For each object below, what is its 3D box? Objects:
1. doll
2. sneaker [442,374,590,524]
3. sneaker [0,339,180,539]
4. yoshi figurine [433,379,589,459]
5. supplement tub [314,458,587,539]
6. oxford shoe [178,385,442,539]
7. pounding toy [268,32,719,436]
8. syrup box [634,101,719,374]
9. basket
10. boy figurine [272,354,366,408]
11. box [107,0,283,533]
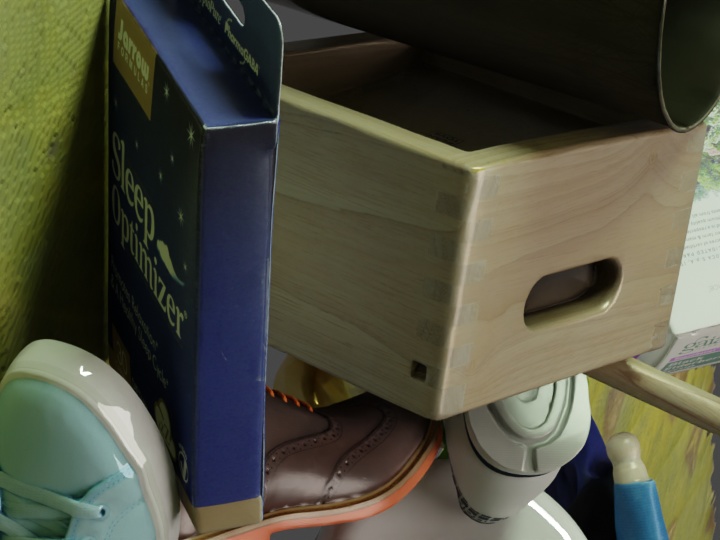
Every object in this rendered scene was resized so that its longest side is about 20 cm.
[{"bbox_3d":[0.120,0.124,1.216,0.137,0.048,0.200,98,-23,-43],"label":"doll"},{"bbox_3d":[0.066,0.017,1.167,0.081,0.076,0.200,108,-9,-59],"label":"sneaker"},{"bbox_3d":[-0.113,0.123,0.917,0.082,0.074,0.200,-56,153,-52],"label":"sneaker"},{"bbox_3d":[0.070,0.039,1.363,0.112,0.112,0.200,66,37,-86],"label":"yoshi figurine"},{"bbox_3d":[0.029,0.194,1.223,0.200,0.145,0.146,112,4,-57],"label":"supplement tub"},{"bbox_3d":[-0.034,0.074,1.071,0.200,0.071,0.073,-21,105,-50],"label":"oxford shoe"},{"bbox_3d":[0.049,-0.006,1.033,0.200,0.184,0.143,-13,118,-48],"label":"pounding toy"},{"bbox_3d":[0.147,-0.056,1.198,0.081,0.079,0.200,120,-43,-71],"label":"syrup box"},{"bbox_3d":[0.051,-0.144,0.995,0.180,0.200,0.136,-27,130,-65],"label":"basket"},{"bbox_3d":[0.000,0.000,1.177,0.124,0.064,0.200,16,86,-75],"label":"boy figurine"},{"bbox_3d":[-0.063,-0.021,0.912,0.121,0.032,0.200,-125,-146,-54],"label":"box"}]
